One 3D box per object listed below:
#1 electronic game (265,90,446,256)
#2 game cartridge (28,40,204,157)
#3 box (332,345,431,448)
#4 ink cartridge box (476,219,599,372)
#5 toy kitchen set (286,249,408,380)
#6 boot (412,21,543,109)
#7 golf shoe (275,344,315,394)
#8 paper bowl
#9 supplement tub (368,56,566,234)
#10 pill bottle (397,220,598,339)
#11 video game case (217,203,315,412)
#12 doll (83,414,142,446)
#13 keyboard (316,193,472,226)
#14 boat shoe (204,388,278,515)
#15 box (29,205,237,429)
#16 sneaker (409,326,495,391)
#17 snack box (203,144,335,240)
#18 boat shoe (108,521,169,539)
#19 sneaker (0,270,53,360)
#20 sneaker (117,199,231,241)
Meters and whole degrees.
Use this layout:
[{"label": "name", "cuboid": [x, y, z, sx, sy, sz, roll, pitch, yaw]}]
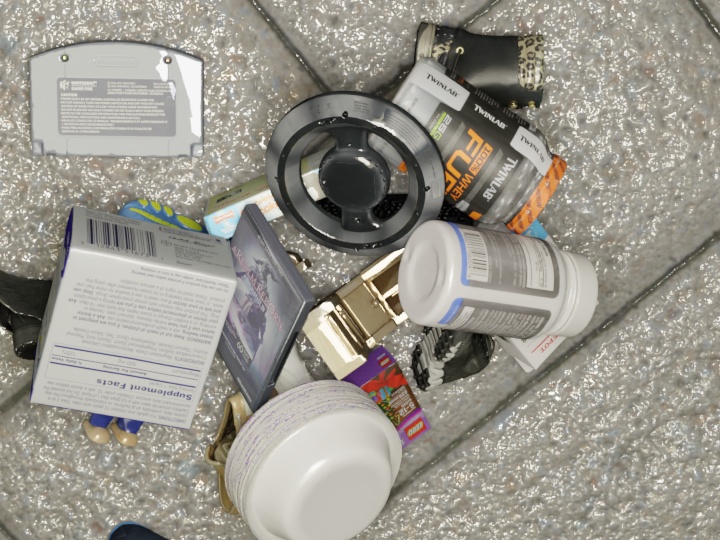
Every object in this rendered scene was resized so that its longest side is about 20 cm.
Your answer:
[{"label": "electronic game", "cuboid": [-0.006, -0.102, 1.539, 0.199, 0.042, 0.201, 8, 126, 11]}, {"label": "game cartridge", "cuboid": [-0.280, -0.198, 1.652, 0.199, 0.041, 0.134, 1, 106, -4]}, {"label": "box", "cuboid": [-0.023, 0.196, 1.705, 0.200, 0.039, 0.137, -35, 134, -8]}, {"label": "ink cartridge box", "cuboid": [0.198, 0.030, 1.683, 0.116, 0.067, 0.200, -45, 118, -8]}, {"label": "toy kitchen set", "cuboid": [0.000, 0.000, 1.633, 0.180, 0.200, 0.163, -36, 92, 4]}, {"label": "boot", "cuboid": [0.134, -0.183, 1.660, 0.153, 0.073, 0.204, 2, 99, 1]}, {"label": "golf shoe", "cuboid": [-0.076, 0.148, 1.731, 0.091, 0.075, 0.201, -5, 111, -12]}, {"label": "paper bowl", "cuboid": [-0.044, 0.231, 1.618, 0.200, 0.104, 0.201, -16, 127, -23]}, {"label": "supplement tub", "cuboid": [0.118, -0.133, 1.569, 0.200, 0.123, 0.123, 33, 99, -3]}, {"label": "pill bottle", "cuboid": [0.151, 0.015, 1.553, 0.199, 0.114, 0.114, 9, 103, -28]}, {"label": "video game case", "cuboid": [-0.118, 0.044, 1.594, 0.019, 0.143, 0.200, -13, 146, -33]}, {"label": "doll", "cuboid": [-0.250, 0.118, 1.696, 0.136, 0.048, 0.200, 12, 118, -41]}, {"label": "keyboard", "cuboid": [0.038, -0.066, 1.651, 0.199, 0.104, 0.040, -3, 132, -15]}, {"label": "boat shoe", "cuboid": [-0.153, 0.217, 1.706, 0.076, 0.072, 0.201, -14, 130, -36]}, {"label": "box", "cuboid": [-0.251, 0.053, 1.566, 0.183, 0.105, 0.201, 12, 115, -18]}, {"label": "sneaker", "cuboid": [0.118, 0.082, 1.681, 0.090, 0.200, 0.067, -12, 68, -14]}, {"label": "snack box", "cuboid": [-0.082, -0.095, 1.647, 0.199, 0.116, 0.037, -23, 103, 2]}, {"label": "boat shoe", "cuboid": [-0.225, 0.385, 1.768, 0.199, 0.069, 0.084, 22, 100, -9]}, {"label": "sneaker", "cuboid": [-0.352, 0.053, 1.682, 0.199, 0.104, 0.060, 7, 141, -38]}, {"label": "sneaker", "cuboid": [-0.202, -0.011, 1.690, 0.199, 0.071, 0.083, 28, 122, -12]}]
